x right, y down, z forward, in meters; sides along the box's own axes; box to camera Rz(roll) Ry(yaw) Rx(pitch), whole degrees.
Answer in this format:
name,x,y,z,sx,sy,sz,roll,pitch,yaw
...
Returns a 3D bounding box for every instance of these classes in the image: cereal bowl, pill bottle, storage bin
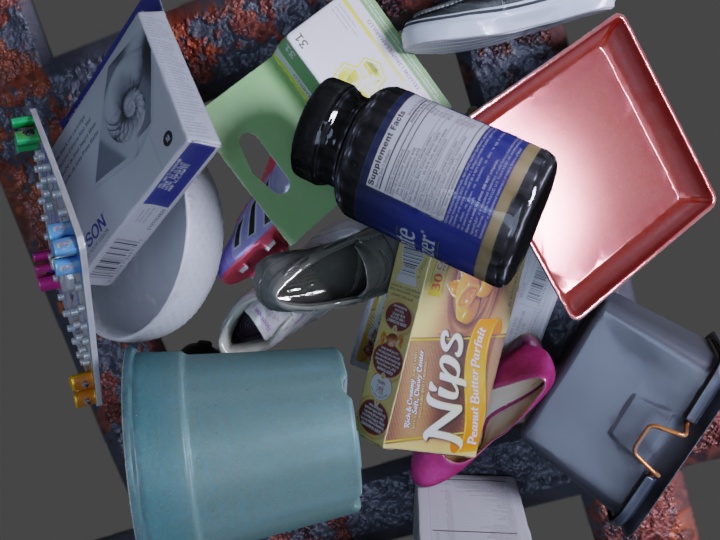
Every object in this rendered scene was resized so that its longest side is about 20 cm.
name,x,y,z,sx,sy,sz,roll,pitch,yaw
cereal bowl,-0.197,-0.031,0.846,0.197,0.082,0.206,-6,81,41
pill bottle,0.048,-0.077,0.700,0.197,0.112,0.114,25,106,14
storage bin,0.246,0.125,0.833,0.133,0.145,0.203,30,106,9

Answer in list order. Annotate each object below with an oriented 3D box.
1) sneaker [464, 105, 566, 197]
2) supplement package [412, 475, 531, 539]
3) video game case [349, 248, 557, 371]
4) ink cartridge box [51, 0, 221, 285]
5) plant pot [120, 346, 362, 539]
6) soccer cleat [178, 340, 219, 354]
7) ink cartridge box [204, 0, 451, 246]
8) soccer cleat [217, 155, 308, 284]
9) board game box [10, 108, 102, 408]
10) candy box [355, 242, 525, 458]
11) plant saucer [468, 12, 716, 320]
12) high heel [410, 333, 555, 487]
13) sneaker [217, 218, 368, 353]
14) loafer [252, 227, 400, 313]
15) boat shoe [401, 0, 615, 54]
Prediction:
name,x,y,z,sx,sy,sz,roll,pitch,yaw
sneaker,0.097,-0.104,0.812,0.195,0.067,0.092,-5,89,-10
supplement package,0.106,0.295,0.848,0.111,0.200,0.112,1,105,3
video game case,0.100,0.030,0.880,0.178,0.023,0.204,18,106,2
ink cartridge box,-0.221,-0.126,0.793,0.199,0.040,0.203,-44,58,31
plant pot,-0.103,0.159,0.796,0.191,0.200,0.206,-7,104,-9
soccer cleat,-0.114,0.148,0.926,0.198,0.065,0.084,33,135,-6
ink cartridge box,-0.030,-0.143,0.784,0.200,0.048,0.146,-43,99,-27
soccer cleat,-0.075,-0.075,0.844,0.076,0.067,0.200,43,91,13
board game box,-0.280,-0.009,0.807,0.025,0.201,0.203,-13,136,-24
candy box,0.074,0.062,0.800,0.113,0.055,0.205,13,93,-35
plant saucer,0.204,-0.093,0.789,0.198,0.037,0.202,-35,100,-19
high heel,0.114,0.151,0.847,0.067,0.096,0.200,43,106,-5
sneaker,-0.059,0.027,0.859,0.199,0.100,0.075,-38,95,13
loafer,0.000,0.000,0.805,0.196,0.070,0.072,-17,109,-19
boat shoe,0.128,-0.246,0.790,0.195,0.072,0.073,-14,95,-1
